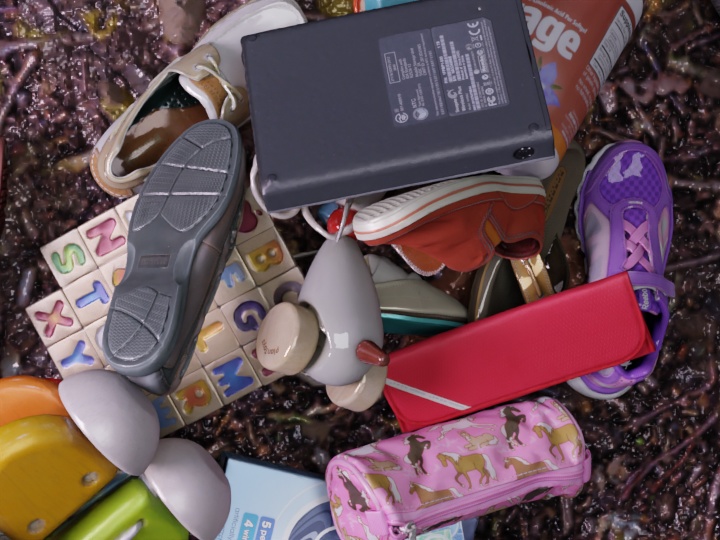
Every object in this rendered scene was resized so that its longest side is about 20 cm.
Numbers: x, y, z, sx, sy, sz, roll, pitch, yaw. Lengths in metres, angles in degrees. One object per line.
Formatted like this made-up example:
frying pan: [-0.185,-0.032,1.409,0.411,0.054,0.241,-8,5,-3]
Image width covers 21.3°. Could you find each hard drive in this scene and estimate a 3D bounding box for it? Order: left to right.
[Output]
hard drive: [0.022,-0.121,1.310,0.199,0.033,0.140,-11,58,2]

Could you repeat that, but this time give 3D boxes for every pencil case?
pencil case: [0.074,0.151,1.408,0.199,0.083,0.087,-14,70,-30]

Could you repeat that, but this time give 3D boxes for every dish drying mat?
dish drying mat: [0.112,0.063,1.401,0.199,0.018,0.077,-19,122,11]

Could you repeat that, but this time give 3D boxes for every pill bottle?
pill bottle: [0.137,-0.177,1.407,0.112,0.112,0.201,32,76,-10]

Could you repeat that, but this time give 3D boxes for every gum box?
gum box: [-0.028,0.243,1.443,0.199,0.045,0.171,14,90,-10]

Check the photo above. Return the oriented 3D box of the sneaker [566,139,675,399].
sneaker: [0.204,0.001,1.449,0.080,0.088,0.201,6,91,-9]

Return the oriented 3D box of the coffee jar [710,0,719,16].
coffee jar: [0.349,-0.166,1.466,0.104,0.085,0.201,-30,98,-7]

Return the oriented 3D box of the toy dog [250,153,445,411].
toy dog: [0.000,0.000,1.337,0.131,0.096,0.201,-2,90,-41]

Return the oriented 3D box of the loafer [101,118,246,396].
loafer: [-0.125,-0.009,1.332,0.071,0.063,0.201,7,63,25]

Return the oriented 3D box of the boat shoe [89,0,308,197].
boat shoe: [-0.112,-0.125,1.394,0.200,0.068,0.075,-45,100,-5]

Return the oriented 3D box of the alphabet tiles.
alphabet tiles: [-0.139,0.026,1.394,0.199,0.006,0.167,-27,95,13]

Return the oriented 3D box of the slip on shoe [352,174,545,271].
slip on shoe: [0.069,-0.030,1.327,0.200,0.074,0.062,-5,83,-54]

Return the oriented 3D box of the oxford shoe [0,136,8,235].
oxford shoe: [-0.302,-0.004,1.369,0.074,0.070,0.201,16,89,-5]

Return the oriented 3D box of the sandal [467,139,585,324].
sandal: [0.133,-0.005,1.437,0.054,0.080,0.201,19,85,33]

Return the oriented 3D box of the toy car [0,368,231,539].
toy car: [-0.205,0.151,1.352,0.175,0.150,0.200,-41,128,2]

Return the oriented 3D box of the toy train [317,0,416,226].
toy train: [0.008,-0.137,1.427,0.200,0.056,0.150,-52,127,-14]

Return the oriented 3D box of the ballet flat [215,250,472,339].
ballet flat: [-0.012,0.017,1.426,0.199,0.069,0.070,-1,94,-10]
